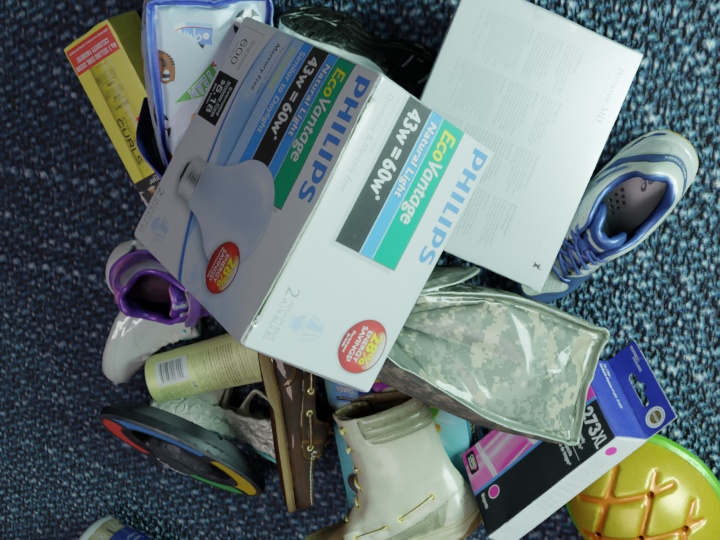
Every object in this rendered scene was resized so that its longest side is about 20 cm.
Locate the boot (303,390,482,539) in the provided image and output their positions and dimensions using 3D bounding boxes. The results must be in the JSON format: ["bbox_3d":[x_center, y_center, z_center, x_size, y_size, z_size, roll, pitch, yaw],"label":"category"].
[{"bbox_3d":[0.004,0.206,0.964,0.197,0.072,0.157,-22,102,21],"label":"boot"}]

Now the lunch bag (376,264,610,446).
[{"bbox_3d":[0.074,0.058,0.821,0.197,0.164,0.120,19,85,-16],"label":"lunch bag"}]

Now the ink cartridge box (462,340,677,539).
[{"bbox_3d":[0.180,0.151,0.882,0.037,0.096,0.200,33,115,-33],"label":"ink cartridge box"}]

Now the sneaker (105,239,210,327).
[{"bbox_3d":[-0.159,0.020,0.981,0.196,0.089,0.082,1,109,-6],"label":"sneaker"}]

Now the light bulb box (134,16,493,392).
[{"bbox_3d":[-0.042,-0.054,0.728,0.199,0.124,0.201,34,97,50],"label":"light bulb box"}]

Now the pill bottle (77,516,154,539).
[{"bbox_3d":[-0.258,0.396,1.207,0.197,0.116,0.118,22,120,14],"label":"pill bottle"}]

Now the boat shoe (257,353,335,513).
[{"bbox_3d":[-0.058,0.148,0.979,0.069,0.071,0.204,-10,114,-9],"label":"boat shoe"}]

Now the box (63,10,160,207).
[{"bbox_3d":[-0.213,-0.149,0.988,0.074,0.050,0.203,-19,102,32],"label":"box"}]

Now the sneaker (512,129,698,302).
[{"bbox_3d":[0.190,-0.036,0.821,0.075,0.088,0.200,42,124,1],"label":"sneaker"}]

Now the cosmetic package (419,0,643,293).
[{"bbox_3d":[0.114,-0.106,0.787,0.148,0.052,0.203,23,97,-1],"label":"cosmetic package"}]

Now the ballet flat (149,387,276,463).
[{"bbox_3d":[-0.135,0.157,1.084,0.197,0.072,0.073,19,119,15],"label":"ballet flat"}]

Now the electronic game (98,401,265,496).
[{"bbox_3d":[-0.195,0.199,1.080,0.197,0.042,0.201,21,158,9],"label":"electronic game"}]

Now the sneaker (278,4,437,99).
[{"bbox_3d":[0.013,-0.162,0.869,0.198,0.074,0.080,29,133,17],"label":"sneaker"}]

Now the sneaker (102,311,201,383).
[{"bbox_3d":[-0.216,0.058,1.072,0.087,0.076,0.202,28,120,-2],"label":"sneaker"}]

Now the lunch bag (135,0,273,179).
[{"bbox_3d":[-0.136,-0.153,0.867,0.121,0.171,0.204,-5,117,-8],"label":"lunch bag"}]

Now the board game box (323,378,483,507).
[{"bbox_3d":[0.045,0.147,0.993,0.148,0.047,0.204,-1,111,26],"label":"board game box"}]

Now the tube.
[{"bbox_3d":[-0.130,0.094,1.044,0.196,0.053,0.058,-16,146,12],"label":"tube"}]

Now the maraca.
[{"bbox_3d":[0.271,0.227,0.882,0.200,0.107,0.137,43,122,3],"label":"maraca"}]
